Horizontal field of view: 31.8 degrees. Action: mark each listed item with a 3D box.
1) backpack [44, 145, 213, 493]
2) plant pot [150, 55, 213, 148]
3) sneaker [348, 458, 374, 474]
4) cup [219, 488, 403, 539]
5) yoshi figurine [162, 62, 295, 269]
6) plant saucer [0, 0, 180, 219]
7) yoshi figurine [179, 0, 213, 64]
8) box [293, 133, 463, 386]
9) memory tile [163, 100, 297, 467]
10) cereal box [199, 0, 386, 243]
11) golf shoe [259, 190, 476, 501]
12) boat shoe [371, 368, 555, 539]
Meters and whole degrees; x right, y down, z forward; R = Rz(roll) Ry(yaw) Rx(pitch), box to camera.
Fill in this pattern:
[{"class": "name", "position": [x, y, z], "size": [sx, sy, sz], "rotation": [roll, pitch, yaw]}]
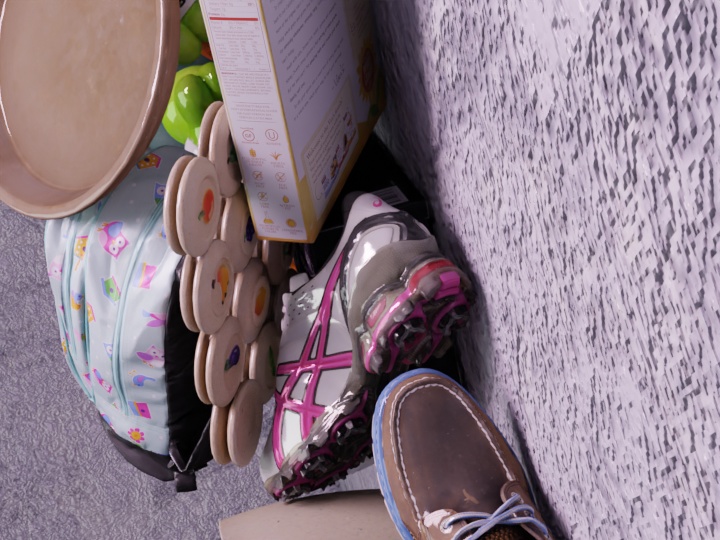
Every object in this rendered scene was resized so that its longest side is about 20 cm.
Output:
[{"class": "backpack", "position": [-0.119, 0.018, 0.802], "size": [0.201, 0.126, 0.167], "rotation": [91, -159, -48]}, {"class": "plant pot", "position": [-0.188, -0.137, 1.031], "size": [0.160, 0.201, 0.201], "rotation": [29, -162, -26]}, {"class": "sneaker", "position": [-0.019, 0.085, 1.046], "size": [0.130, 0.079, 0.199], "rotation": [64, -179, 20]}, {"class": "cup", "position": [0.022, 0.210, 0.748], "size": [0.200, 0.142, 0.201], "rotation": [156, 90, -83]}, {"class": "yoshi figurine", "position": [-0.094, -0.076, 0.952], "size": [0.113, 0.111, 0.201], "rotation": [-58, -38, -40]}, {"class": "plant saucer", "position": [-0.168, -0.129, 0.721], "size": [0.199, 0.029, 0.202], "rotation": [-1, 88, 41]}, {"class": "yoshi figurine", "position": [-0.158, -0.201, 0.817], "size": [0.200, 0.111, 0.113], "rotation": [40, 123, 47]}, {"class": "box", "position": [0.000, 0.000, 0.829], "size": [0.200, 0.078, 0.142], "rotation": [-119, 13, -68]}, {"class": "memory tile", "position": [-0.064, -0.004, 0.705], "size": [0.154, 0.017, 0.201], "rotation": [-68, -21, -49]}, {"class": "cereal box", "position": [-0.034, -0.136, 0.664], "size": [0.144, 0.039, 0.201], "rotation": [-63, -29, -46]}, {"class": "golf shoe", "position": [-0.011, 0.047, 0.708], "size": [0.092, 0.072, 0.201], "rotation": [51, 128, 28]}, {"class": "boat shoe", "position": [0.068, 0.138, 0.607], "size": [0.201, 0.072, 0.072], "rotation": [64, 168, 8]}]
